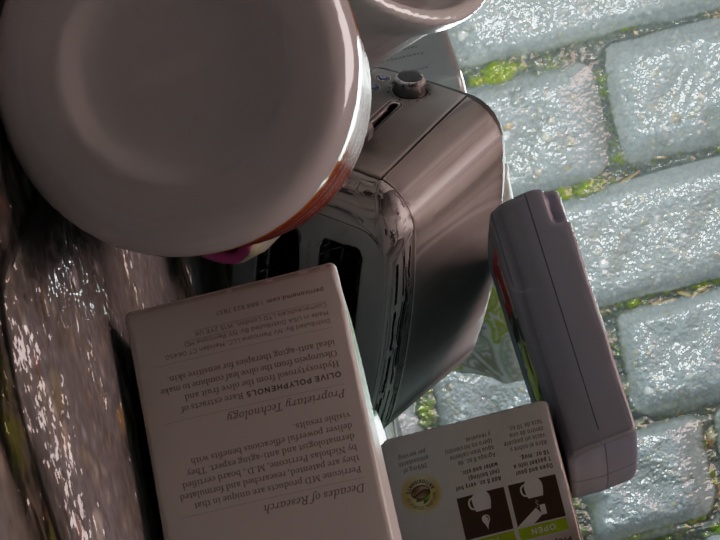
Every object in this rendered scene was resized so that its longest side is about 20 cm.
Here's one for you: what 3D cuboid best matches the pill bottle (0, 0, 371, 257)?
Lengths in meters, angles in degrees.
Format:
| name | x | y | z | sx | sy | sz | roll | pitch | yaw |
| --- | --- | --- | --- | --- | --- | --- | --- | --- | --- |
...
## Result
| name | x | y | z | sx | sy | sz | roll | pitch | yaw |
| --- | --- | --- | --- | --- | --- | --- | --- | --- | --- |
| pill bottle | -0.052 | -0.062 | 0.652 | 0.200 | 0.111 | 0.113 | -35 | 111 | -87 |

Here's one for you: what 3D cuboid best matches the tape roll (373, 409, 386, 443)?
| name | x | y | z | sx | sy | sz | roll | pitch | yaw |
| --- | --- | --- | --- | --- | --- | --- | --- | --- | --- |
| tape roll | 0.008 | 0.169 | 0.909 | 0.200 | 0.048 | 0.203 | -13 | 90 | -87 |

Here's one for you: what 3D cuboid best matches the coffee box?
| name | x | y | z | sx | sy | sz | roll | pitch | yaw |
| --- | --- | --- | --- | --- | --- | --- | --- | --- | --- |
| coffee box | 0.071 | 0.175 | 0.823 | 0.115 | 0.079 | 0.202 | 69 | 8 | -65 |

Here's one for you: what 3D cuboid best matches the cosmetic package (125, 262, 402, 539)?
| name | x | y | z | sx | sy | sz | roll | pitch | yaw |
| --- | --- | --- | --- | --- | --- | --- | --- | --- | --- |
| cosmetic package | -0.024 | 0.114 | 0.692 | 0.108 | 0.084 | 0.202 | 78 | -1 | -73 |

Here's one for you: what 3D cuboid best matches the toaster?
| name | x | y | z | sx | sy | sz | roll | pitch | yaw |
| --- | --- | --- | --- | --- | --- | --- | --- | --- | --- |
| toaster | 0.000 | 0.000 | 1.002 | 0.129 | 0.113 | 0.202 | -38 | 142 | -52 |

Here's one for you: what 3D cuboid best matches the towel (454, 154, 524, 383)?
| name | x | y | z | sx | sy | sz | roll | pitch | yaw |
| --- | --- | --- | --- | --- | --- | --- | --- | --- | --- |
| towel | 0.011 | -0.020 | 1.185 | 0.048 | 0.198 | 0.172 | -53 | 141 | -38 |

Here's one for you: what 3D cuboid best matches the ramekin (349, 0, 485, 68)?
| name | x | y | z | sx | sy | sz | roll | pitch | yaw |
| --- | --- | --- | --- | --- | --- | --- | --- | --- | --- |
| ramekin | -0.033 | -0.188 | 0.958 | 0.200 | 0.097 | 0.202 | 29 | 44 | -33 |

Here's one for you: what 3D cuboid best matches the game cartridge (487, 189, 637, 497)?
| name | x | y | z | sx | sy | sz | roll | pitch | yaw |
| --- | --- | --- | --- | --- | --- | --- | --- | --- | --- |
| game cartridge | 0.096 | 0.041 | 0.911 | 0.200 | 0.041 | 0.134 | 63 | 6 | -82 |

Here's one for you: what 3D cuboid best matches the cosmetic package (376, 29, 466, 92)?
| name | x | y | z | sx | sy | sz | roll | pitch | yaw |
| --- | --- | --- | --- | --- | --- | --- | --- | --- | --- |
| cosmetic package | 0.001 | -0.078 | 1.356 | 0.200 | 0.166 | 0.168 | -97 | 172 | -65 |

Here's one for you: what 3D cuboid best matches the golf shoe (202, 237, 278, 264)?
| name | x | y | z | sx | sy | sz | roll | pitch | yaw |
| --- | --- | --- | --- | --- | --- | --- | --- | --- | --- |
| golf shoe | -0.073 | -0.095 | 0.853 | 0.092 | 0.075 | 0.201 | -66 | 139 | -56 |
